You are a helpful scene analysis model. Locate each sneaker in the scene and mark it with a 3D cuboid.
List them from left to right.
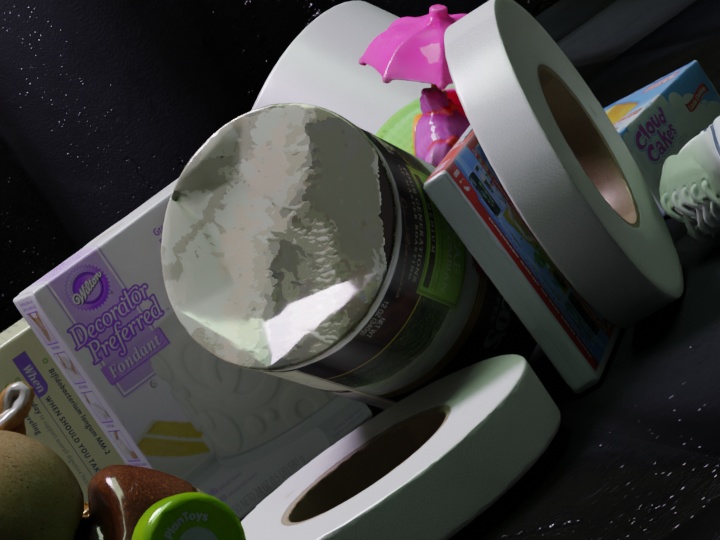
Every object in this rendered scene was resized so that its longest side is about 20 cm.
[{"bbox_3d":[0.213,-0.047,1.437,0.071,0.073,0.200,-42,-3,5],"label":"sneaker"}]

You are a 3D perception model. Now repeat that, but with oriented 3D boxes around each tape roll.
[{"bbox_3d":[0.012,0.115,1.288,0.202,0.037,0.203,-34,7,5],"label":"tape roll"},{"bbox_3d":[0.019,-0.081,1.824,0.203,0.139,0.203,-46,-29,-35],"label":"tape roll"},{"bbox_3d":[0.116,-0.062,1.397,0.037,0.203,0.203,-32,7,16],"label":"tape roll"}]

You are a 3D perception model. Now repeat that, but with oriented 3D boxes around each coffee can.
[{"bbox_3d":[0.000,0.000,1.396,0.146,0.147,0.200,-31,-23,19],"label":"coffee can"}]

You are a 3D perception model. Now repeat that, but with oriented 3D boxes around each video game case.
[{"bbox_3d":[0.103,-0.022,1.414,0.017,0.143,0.200,-34,6,21],"label":"video game case"}]

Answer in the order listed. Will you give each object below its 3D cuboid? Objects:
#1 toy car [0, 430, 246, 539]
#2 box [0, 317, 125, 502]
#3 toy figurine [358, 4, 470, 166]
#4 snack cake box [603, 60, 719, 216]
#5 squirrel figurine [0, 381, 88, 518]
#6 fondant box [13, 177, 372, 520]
[{"bbox_3d":[-0.182,0.145,1.235,0.158,0.199,0.164,-65,13,-16],"label":"toy car"},{"bbox_3d":[-0.148,0.083,1.709,0.200,0.176,0.097,-36,8,-11],"label":"box"},{"bbox_3d":[0.053,-0.077,1.567,0.149,0.201,0.184,-3,-28,10],"label":"toy figurine"},{"bbox_3d":[0.157,-0.061,1.734,0.200,0.067,0.115,-27,10,48],"label":"snack cake box"},{"bbox_3d":[-0.226,0.159,1.442,0.142,0.199,0.187,110,-177,-45],"label":"squirrel figurine"},{"bbox_3d":[-0.108,0.057,1.609,0.144,0.200,0.058,-37,8,-19],"label":"fondant box"}]
